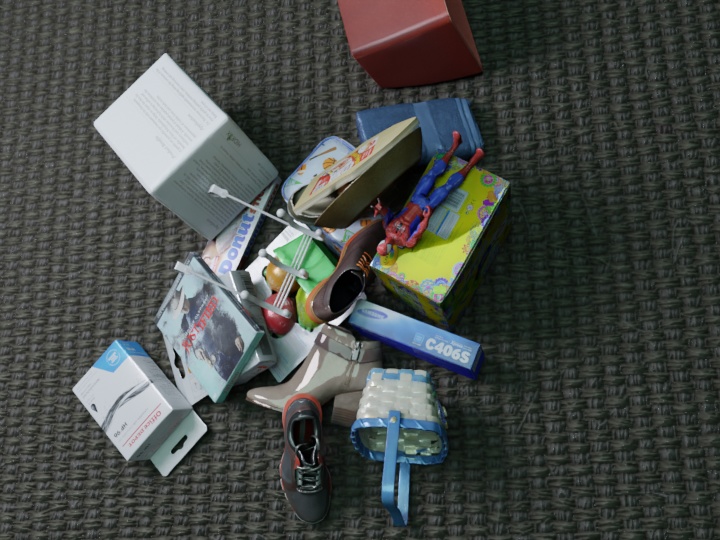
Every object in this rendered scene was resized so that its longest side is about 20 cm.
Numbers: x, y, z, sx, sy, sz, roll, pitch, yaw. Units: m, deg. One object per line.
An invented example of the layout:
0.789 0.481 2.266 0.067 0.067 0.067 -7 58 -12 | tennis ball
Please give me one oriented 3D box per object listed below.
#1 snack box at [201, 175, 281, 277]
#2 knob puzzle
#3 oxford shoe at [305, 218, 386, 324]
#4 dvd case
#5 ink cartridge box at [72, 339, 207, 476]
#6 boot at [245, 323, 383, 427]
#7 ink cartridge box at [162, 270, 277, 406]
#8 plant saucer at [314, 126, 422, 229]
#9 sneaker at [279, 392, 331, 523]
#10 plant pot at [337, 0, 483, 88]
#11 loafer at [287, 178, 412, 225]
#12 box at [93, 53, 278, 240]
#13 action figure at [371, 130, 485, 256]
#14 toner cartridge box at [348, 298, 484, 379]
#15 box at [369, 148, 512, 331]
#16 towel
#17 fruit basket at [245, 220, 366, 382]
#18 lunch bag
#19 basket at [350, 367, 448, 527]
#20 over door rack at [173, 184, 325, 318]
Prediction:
-0.207 -0.079 1.447 0.072 0.024 0.201 19 79 19 | snack box
0.005 -0.152 1.214 0.219 0.220 0.031 -36 103 1 | knob puzzle
0.000 0.000 1.279 0.071 0.072 0.200 42 67 -17 | oxford shoe
-0.244 0.088 1.339 0.200 0.022 0.146 46 114 32 | dvd case
-0.354 0.222 1.363 0.200 0.068 0.116 44 96 20 | ink cartridge box
-0.065 0.154 1.309 0.199 0.070 0.147 13 94 -4 | boot
-0.232 0.116 1.373 0.200 0.050 0.163 -35 67 35 | ink cartridge box
0.020 -0.118 1.177 0.200 0.200 0.035 -42 91 -2 | plant saucer
-0.083 0.287 1.249 0.077 0.082 0.201 -8 101 -6 | sneaker
0.072 -0.418 1.405 0.175 0.200 0.201 -20 70 18 | plant pot
-0.021 -0.123 1.317 0.199 0.070 0.076 -11 68 7 | loafer
-0.282 -0.198 1.392 0.171 0.200 0.199 -44 61 -1 | box
0.085 -0.104 1.148 0.065 0.099 0.200 37 87 14 | action figure
0.087 0.105 1.291 0.199 0.095 0.043 20 78 17 | toner cartridge box
0.129 -0.039 1.271 0.122 0.193 0.201 28 81 18 | box
0.095 -0.220 1.381 0.199 0.049 0.112 -9 68 -13 | towel
-0.112 0.046 1.370 0.200 0.094 0.185 -47 69 13 | fruit basket
-0.018 -0.117 1.392 0.200 0.076 0.160 42 84 21 | lunch bag
0.056 0.250 1.212 0.138 0.177 0.201 5 64 10 | basket
-0.171 -0.031 1.289 0.199 0.067 0.148 23 79 2 | over door rack
